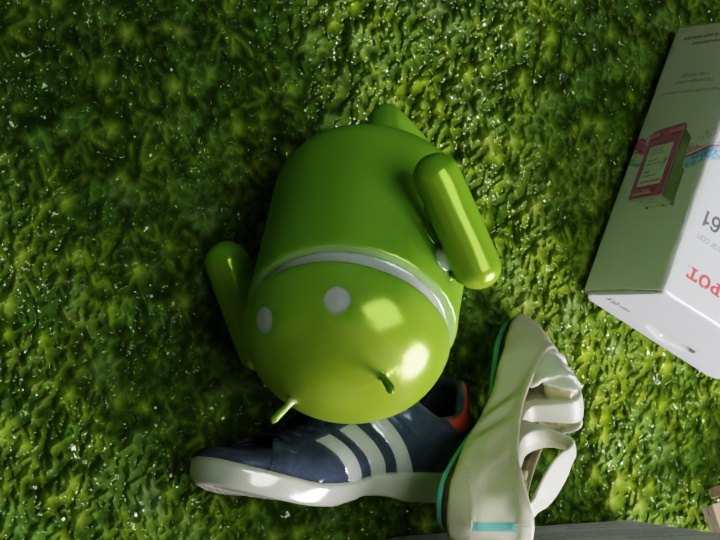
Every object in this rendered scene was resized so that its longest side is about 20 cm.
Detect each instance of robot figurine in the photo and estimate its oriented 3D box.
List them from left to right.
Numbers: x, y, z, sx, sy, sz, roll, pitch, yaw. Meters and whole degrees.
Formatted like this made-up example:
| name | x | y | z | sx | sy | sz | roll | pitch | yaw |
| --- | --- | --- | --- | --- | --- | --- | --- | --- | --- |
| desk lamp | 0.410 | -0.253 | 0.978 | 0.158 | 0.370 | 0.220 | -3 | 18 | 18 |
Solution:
| name | x | y | z | sx | sy | sz | roll | pitch | yaw |
| --- | --- | --- | --- | --- | --- | --- | --- | --- | --- |
| robot figurine | 0.000 | 0.000 | 1.127 | 0.116 | 0.175 | 0.200 | 48 | 37 | -34 |

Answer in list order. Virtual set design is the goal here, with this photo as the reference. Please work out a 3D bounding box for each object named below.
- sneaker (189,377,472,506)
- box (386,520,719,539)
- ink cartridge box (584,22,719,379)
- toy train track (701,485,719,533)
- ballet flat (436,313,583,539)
| name | x | y | z | sx | sy | sz | roll | pitch | yaw |
| --- | --- | --- | --- | --- | --- | --- | --- | --- | --- |
| sneaker | -0.014 | 0.091 | 1.168 | 0.200 | 0.075 | 0.085 | 4 | 89 | -43 |
| box | 0.127 | 0.258 | 1.221 | 0.199 | 0.131 | 0.200 | 1 | 89 | -33 |
| ink cartridge box | 0.251 | -0.043 | 1.335 | 0.144 | 0.085 | 0.201 | 29 | 75 | -30 |
| toy train track | 0.300 | 0.158 | 1.396 | 0.200 | 0.033 | 0.115 | -8 | 76 | -39 |
| ballet flat | 0.100 | 0.094 | 1.197 | 0.070 | 0.069 | 0.200 | 54 | 34 | -21 |
